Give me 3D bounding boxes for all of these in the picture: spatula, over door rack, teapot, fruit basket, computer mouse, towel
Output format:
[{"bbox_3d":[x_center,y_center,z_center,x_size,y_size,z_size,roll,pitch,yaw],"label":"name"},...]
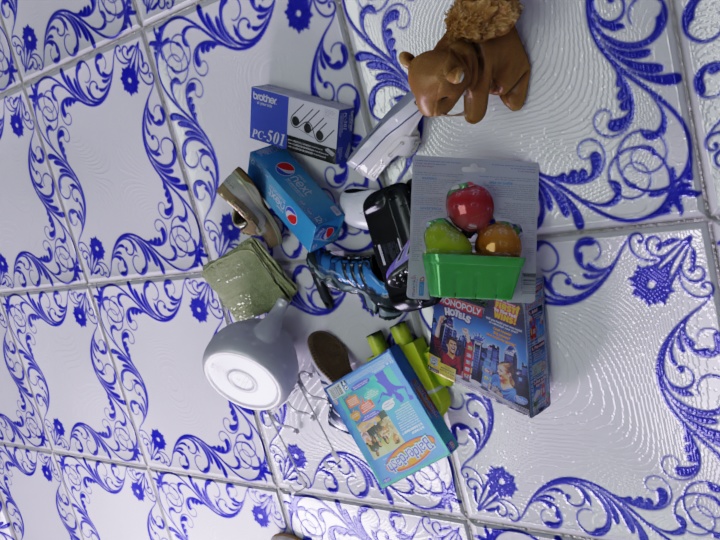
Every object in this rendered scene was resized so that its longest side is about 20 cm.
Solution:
[{"bbox_3d":[-0.088,-0.021,1.477,0.056,0.021,0.200,-10,101,41],"label":"spatula"},{"bbox_3d":[-0.106,0.317,1.590,0.148,0.067,0.200,-46,56,41],"label":"over door rack"},{"bbox_3d":[-0.198,0.164,1.565,0.200,0.146,0.198,-8,127,30],"label":"teapot"},{"bbox_3d":[0.157,-0.056,1.140,0.094,0.185,0.200,140,131,-80],"label":"fruit basket"},{"bbox_3d":[0.033,-0.095,1.327,0.200,0.044,0.110,4,111,39],"label":"computer mouse"},{"bbox_3d":[-0.218,0.021,1.579,0.200,0.036,0.148,-26,104,43],"label":"towel"}]

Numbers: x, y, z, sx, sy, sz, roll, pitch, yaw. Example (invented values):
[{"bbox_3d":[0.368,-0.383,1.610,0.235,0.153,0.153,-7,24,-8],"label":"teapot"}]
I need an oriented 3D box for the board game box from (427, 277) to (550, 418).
[{"bbox_3d":[0.206,0.092,1.244,0.200,0.062,0.200,23,118,37],"label":"board game box"}]

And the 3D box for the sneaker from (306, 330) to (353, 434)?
[{"bbox_3d":[-0.046,0.214,1.506,0.200,0.070,0.109,54,147,23],"label":"sneaker"}]

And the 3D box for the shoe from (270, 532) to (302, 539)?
[{"bbox_3d":[-0.129,0.631,1.760,0.200,0.053,0.070,16,117,35],"label":"shoe"}]

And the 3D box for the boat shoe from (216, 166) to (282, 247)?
[{"bbox_3d":[-0.200,-0.102,1.449,0.074,0.066,0.200,47,169,38],"label":"boat shoe"}]

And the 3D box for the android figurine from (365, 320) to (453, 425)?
[{"bbox_3d":[0.085,0.190,1.403,0.182,0.041,0.200,-28,88,43],"label":"android figurine"}]

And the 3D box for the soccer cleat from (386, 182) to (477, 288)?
[{"bbox_3d":[0.109,-0.054,1.211,0.200,0.068,0.073,-41,64,1],"label":"soccer cleat"}]

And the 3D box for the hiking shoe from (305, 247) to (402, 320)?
[{"bbox_3d":[0.000,0.000,1.386,0.200,0.074,0.087,30,118,16],"label":"hiking shoe"}]

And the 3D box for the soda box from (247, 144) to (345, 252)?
[{"bbox_3d":[-0.115,-0.129,1.401,0.200,0.064,0.068,49,145,25],"label":"soda box"}]

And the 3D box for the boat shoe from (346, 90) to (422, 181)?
[{"bbox_3d":[0.060,-0.208,1.252,0.070,0.071,0.200,38,130,-13],"label":"boat shoe"}]

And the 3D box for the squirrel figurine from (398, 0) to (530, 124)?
[{"bbox_3d":[0.133,-0.291,1.062,0.141,0.187,0.200,32,126,27],"label":"squirrel figurine"}]

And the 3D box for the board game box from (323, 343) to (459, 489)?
[{"bbox_3d":[0.050,0.248,1.372,0.152,0.045,0.200,-33,83,26],"label":"board game box"}]

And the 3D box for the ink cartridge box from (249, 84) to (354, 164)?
[{"bbox_3d":[-0.102,-0.250,1.378,0.200,0.044,0.094,22,119,33],"label":"ink cartridge box"}]

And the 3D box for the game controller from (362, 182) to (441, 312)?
[{"bbox_3d":[0.064,-0.034,1.275,0.104,0.042,0.200,-18,88,52],"label":"game controller"}]
